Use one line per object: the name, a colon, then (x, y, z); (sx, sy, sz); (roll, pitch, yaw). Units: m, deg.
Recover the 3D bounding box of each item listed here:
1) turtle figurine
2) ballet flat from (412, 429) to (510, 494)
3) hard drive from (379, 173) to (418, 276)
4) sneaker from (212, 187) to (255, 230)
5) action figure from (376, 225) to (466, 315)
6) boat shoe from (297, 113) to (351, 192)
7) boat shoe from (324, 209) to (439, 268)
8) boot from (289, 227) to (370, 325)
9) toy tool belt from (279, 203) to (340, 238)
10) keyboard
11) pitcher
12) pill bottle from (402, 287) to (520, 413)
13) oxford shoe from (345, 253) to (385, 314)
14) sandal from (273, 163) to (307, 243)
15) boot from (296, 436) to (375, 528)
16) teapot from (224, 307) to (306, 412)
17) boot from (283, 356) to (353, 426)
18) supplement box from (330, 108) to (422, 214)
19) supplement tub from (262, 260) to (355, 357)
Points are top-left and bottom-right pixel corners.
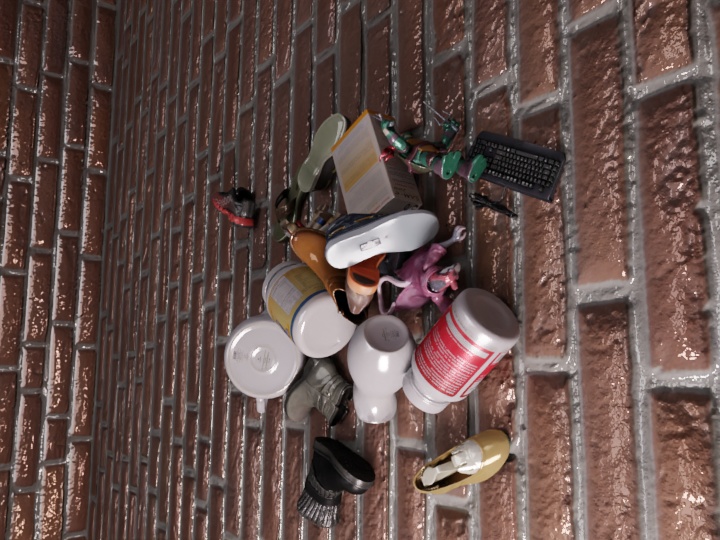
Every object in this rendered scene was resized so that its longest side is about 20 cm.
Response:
turtle figurine: (0.111, -0.210, 1.143); (0.200, 0.149, 0.102); (41, 139, 42)
ballet flat: (0.156, 0.313, 1.080); (0.200, 0.063, 0.069); (-48, 50, 39)
hard drive: (0.054, -0.094, 1.299); (0.134, 0.042, 0.202); (10, 92, 54)
sneaker: (-0.339, -0.186, 1.837); (0.200, 0.070, 0.099); (36, 114, 48)
action figure: (0.107, 0.007, 1.115); (0.200, 0.147, 0.136); (-171, 69, -81)
boat shoe: (-0.070, -0.256, 1.480); (0.072, 0.060, 0.202); (56, 129, 27)
boat shoe: (0.031, -0.073, 1.157); (0.091, 0.198, 0.071); (-101, -6, -57)
boot: (-0.057, 0.013, 1.272); (0.076, 0.200, 0.156); (-37, 18, 13)
toy tool belt: (-0.072, -0.076, 1.432); (0.123, 0.125, 0.200); (-45, 46, -2)
keyboard: (0.232, -0.146, 1.080); (0.200, 0.020, 0.128); (33, 111, 52)
pitcher: (0.029, 0.152, 1.220); (0.201, 0.120, 0.173); (98, 161, -49)
pill bottle: (0.151, 0.133, 1.071); (0.201, 0.111, 0.113); (-56, 44, 33)
oxford shoe: (0.000, 0.000, 1.213); (0.201, 0.071, 0.073); (-75, 2, -59)
sandal: (-0.174, -0.164, 1.614); (0.080, 0.057, 0.203); (44, 120, 48)
boot: (-0.049, 0.436, 1.330); (0.211, 0.079, 0.160); (16, 91, 65)
teapot: (-0.211, 0.193, 1.542); (0.199, 0.198, 0.146); (-38, 2, 1)
boot: (-0.089, 0.281, 1.429); (0.131, 0.067, 0.201); (52, 127, 37)
supplement box: (0.026, -0.176, 1.250); (0.126, 0.073, 0.202); (-39, 55, 41)
supplement tub: (-0.111, 0.075, 1.418); (0.200, 0.143, 0.146); (39, 116, 50)
